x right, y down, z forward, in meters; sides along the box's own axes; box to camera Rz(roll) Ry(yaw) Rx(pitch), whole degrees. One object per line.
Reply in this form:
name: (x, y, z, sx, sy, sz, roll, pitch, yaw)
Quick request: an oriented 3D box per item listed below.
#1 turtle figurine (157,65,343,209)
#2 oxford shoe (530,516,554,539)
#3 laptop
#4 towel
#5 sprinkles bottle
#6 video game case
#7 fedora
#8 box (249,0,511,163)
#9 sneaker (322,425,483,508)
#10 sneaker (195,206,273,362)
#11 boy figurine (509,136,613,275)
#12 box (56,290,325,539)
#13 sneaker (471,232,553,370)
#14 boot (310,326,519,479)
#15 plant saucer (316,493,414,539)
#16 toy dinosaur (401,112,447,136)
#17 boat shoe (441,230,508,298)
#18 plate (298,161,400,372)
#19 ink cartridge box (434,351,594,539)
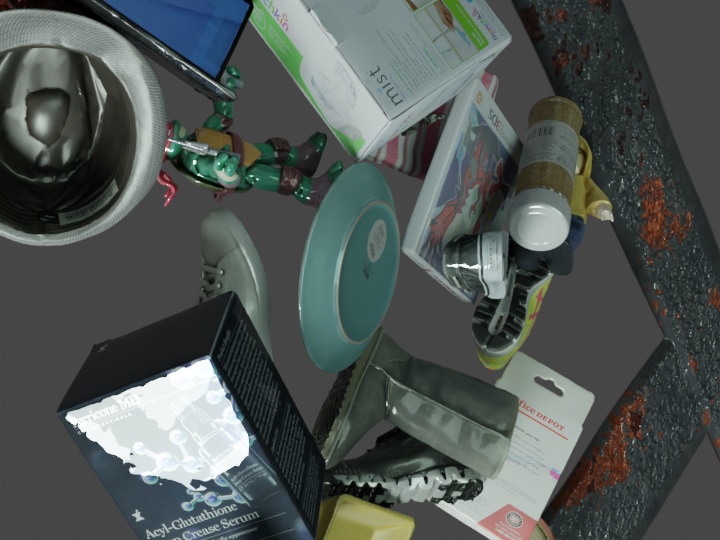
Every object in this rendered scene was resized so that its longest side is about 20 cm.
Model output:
turtle figurine: (-0.116, -0.114, 0.809, 0.197, 0.101, 0.152, 13, 48, -32)
oxford shoe: (0.201, 0.344, 1.118, 0.075, 0.070, 0.201, -44, 115, -14)
laptop: (-0.160, -0.224, 0.690, 0.175, 0.200, 0.105, 32, 91, -20)
towel: (0.074, -0.176, 0.982, 0.197, 0.030, 0.150, 17, 86, -37)
sprinkles bottle: (0.213, -0.115, 1.014, 0.069, 0.067, 0.202, 50, 40, -30)
video game case: (0.123, -0.083, 0.997, 0.182, 0.023, 0.204, 35, 74, -56)
fedora: (-0.241, -0.121, 0.687, 0.173, 0.091, 0.203, -5, 128, -18)
box: (0.012, -0.238, 0.837, 0.176, 0.097, 0.201, -37, 89, -27)
sneaker: (0.035, 0.211, 0.981, 0.195, 0.067, 0.092, 1, 52, -17)
sneaker: (-0.131, 0.047, 0.827, 0.083, 0.072, 0.205, -19, 108, -36)
boy figurine: (0.246, -0.083, 1.070, 0.065, 0.122, 0.202, 76, 32, -46)
box: (-0.137, 0.147, 0.772, 0.146, 0.108, 0.203, -20, 113, 13)
sneaker: (0.185, 0.033, 1.074, 0.201, 0.077, 0.091, -55, 155, -29)
boot: (0.059, 0.168, 0.940, 0.198, 0.072, 0.184, 33, 69, -14)
plant saucer: (-0.032, 0.334, 0.922, 0.200, 0.048, 0.204, 40, 69, -57)
toy dinosaur: (0.047, -0.188, 0.918, 0.198, 0.047, 0.090, -29, 100, -29)
boat shoe: (0.121, -0.012, 0.943, 0.200, 0.069, 0.074, 37, 55, -76)
plate: (0.000, 0.000, 0.851, 0.200, 0.025, 0.205, -36, 131, -55)
ink cartridge box: (0.183, 0.213, 1.052, 0.202, 0.115, 0.068, -58, 168, -15)
